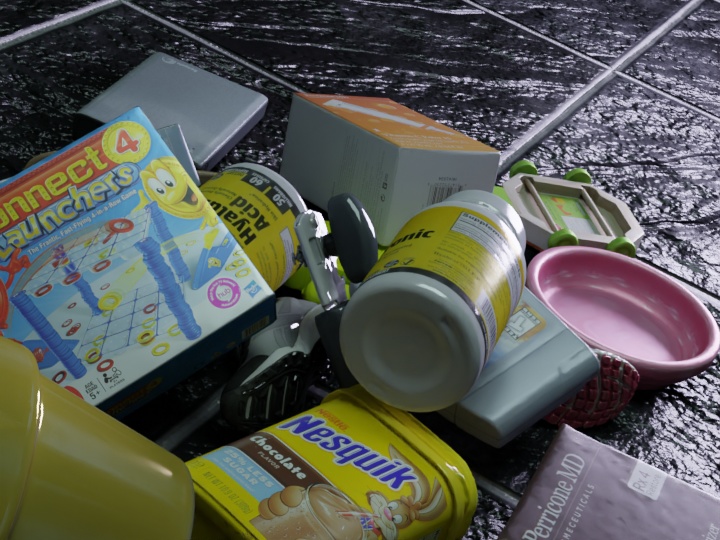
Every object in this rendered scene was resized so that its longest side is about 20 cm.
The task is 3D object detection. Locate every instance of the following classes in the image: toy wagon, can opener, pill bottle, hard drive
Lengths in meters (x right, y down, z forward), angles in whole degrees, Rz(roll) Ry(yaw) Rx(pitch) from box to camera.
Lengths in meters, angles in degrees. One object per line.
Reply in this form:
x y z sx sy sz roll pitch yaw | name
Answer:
0.206 -0.063 1.700 0.199 0.040 0.156 7 32 -19 | toy wagon
-0.005 0.040 1.275 0.066 0.201 0.053 -14 4 25 | can opener
-0.135 0.001 1.315 0.111 0.112 0.200 29 44 17 | pill bottle
-0.195 -0.161 1.638 0.139 0.033 0.200 23 30 7 | hard drive
0.066 0.014 1.225 0.111 0.112 0.200 24 32 9 | pill bottle

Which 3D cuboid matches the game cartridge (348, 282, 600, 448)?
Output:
0.087 0.052 1.322 0.133 0.042 0.200 -30 57 -27 | game cartridge

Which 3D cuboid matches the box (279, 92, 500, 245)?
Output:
0.025 -0.102 1.552 0.124 0.098 0.200 -1 20 -35 | box

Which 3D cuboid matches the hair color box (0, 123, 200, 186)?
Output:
-0.248 -0.061 1.330 0.199 0.061 0.099 -23 4 -33 | hair color box

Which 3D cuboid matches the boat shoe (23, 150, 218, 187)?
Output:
-0.215 -0.067 1.453 0.199 0.072 0.064 9 -4 -17 | boat shoe

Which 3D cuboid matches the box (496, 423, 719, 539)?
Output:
0.177 0.244 1.054 0.199 0.165 0.166 25 30 11 | box

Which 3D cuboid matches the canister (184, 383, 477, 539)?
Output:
-0.033 0.171 1.136 0.148 0.087 0.199 37 36 29 | canister

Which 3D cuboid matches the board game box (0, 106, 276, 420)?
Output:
-0.198 0.005 1.194 0.199 0.056 0.196 -32 71 -16 | board game box

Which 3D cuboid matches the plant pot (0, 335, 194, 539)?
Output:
-0.214 0.152 0.974 0.188 0.201 0.201 23 26 -25 | plant pot

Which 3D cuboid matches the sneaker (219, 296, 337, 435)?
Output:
-0.076 0.076 1.290 0.079 0.074 0.200 16 23 13 | sneaker

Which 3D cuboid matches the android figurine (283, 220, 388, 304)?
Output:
0.000 0.000 1.453 0.199 0.041 0.182 13 21 11 | android figurine

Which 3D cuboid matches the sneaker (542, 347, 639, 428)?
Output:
0.152 0.082 1.390 0.199 0.081 0.075 11 28 -12 | sneaker

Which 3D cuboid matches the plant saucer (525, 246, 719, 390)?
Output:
0.248 0.051 1.526 0.199 0.051 0.201 14 31 -9 | plant saucer
